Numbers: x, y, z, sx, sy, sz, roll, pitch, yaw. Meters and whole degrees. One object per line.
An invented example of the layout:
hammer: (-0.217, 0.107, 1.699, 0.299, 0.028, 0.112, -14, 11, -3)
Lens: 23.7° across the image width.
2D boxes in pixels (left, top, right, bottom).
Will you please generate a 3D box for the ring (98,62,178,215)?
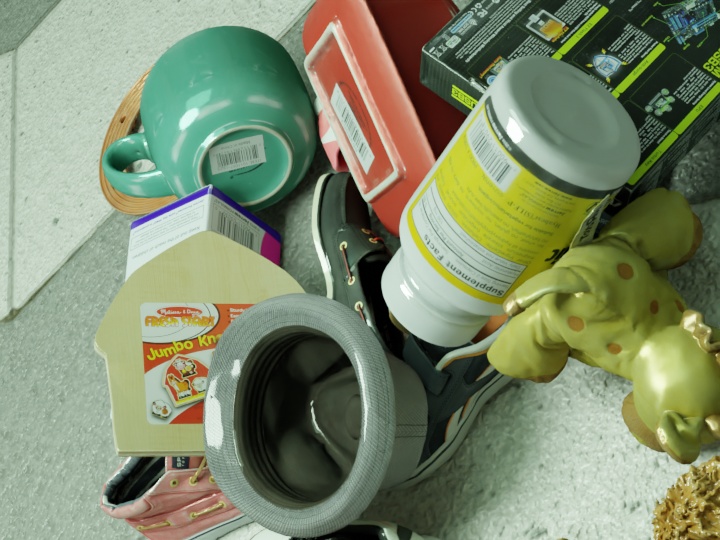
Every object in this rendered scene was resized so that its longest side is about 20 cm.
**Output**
ring: (-0.186, -0.142, 1.722, 0.199, 0.019, 0.202, -23, 51, 31)

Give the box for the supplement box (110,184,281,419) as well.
supplement box: (-0.140, 0.046, 1.490, 0.103, 0.101, 0.201, -23, 50, 31)

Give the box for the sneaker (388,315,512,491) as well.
sneaker: (0.060, 0.077, 1.303, 0.200, 0.079, 0.079, -48, 43, 9)

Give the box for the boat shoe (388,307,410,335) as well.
boat shoe: (0.096, -0.032, 1.355, 0.200, 0.074, 0.069, -44, 32, 9)

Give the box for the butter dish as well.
butter dish: (0.055, -0.149, 1.370, 0.147, 0.201, 0.199, -24, -2, -15)

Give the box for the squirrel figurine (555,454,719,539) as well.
squirrel figurine: (0.193, 0.189, 1.019, 0.141, 0.186, 0.201, 11, 71, 46)

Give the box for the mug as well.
mug: (-0.124, -0.114, 1.545, 0.185, 0.151, 0.115, -51, 36, 22)

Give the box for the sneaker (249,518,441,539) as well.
sneaker: (-0.022, 0.211, 1.289, 0.199, 0.080, 0.074, -8, 60, 42)

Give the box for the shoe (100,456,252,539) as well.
shoe: (-0.116, 0.162, 1.397, 0.199, 0.091, 0.072, -32, 46, 23)

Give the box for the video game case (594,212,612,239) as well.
video game case: (0.159, -0.126, 1.306, 0.019, 0.142, 0.201, 123, 165, -65)

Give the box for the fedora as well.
fedora: (-0.022, 0.108, 1.279, 0.199, 0.090, 0.178, -4, 82, 48)

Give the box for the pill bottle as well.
pill bottle: (0.094, -0.040, 1.174, 0.200, 0.111, 0.112, -54, 34, 39)

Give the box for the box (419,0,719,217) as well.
box: (0.177, -0.159, 1.261, 0.193, 0.048, 0.200, 37, 64, 17)

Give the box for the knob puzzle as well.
knob puzzle: (-0.117, 0.060, 1.386, 0.031, 0.218, 0.221, 113, 163, -56)

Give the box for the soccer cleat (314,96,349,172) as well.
soccer cleat: (0.048, -0.147, 1.483, 0.199, 0.068, 0.074, -20, 71, 31)

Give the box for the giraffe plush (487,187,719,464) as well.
giraffe plush: (0.199, 0.050, 1.153, 0.172, 0.200, 0.162, -40, 75, -6)

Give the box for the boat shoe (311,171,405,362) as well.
boat shoe: (0.002, 0.001, 1.413, 0.063, 0.074, 0.203, -23, 53, 24)
